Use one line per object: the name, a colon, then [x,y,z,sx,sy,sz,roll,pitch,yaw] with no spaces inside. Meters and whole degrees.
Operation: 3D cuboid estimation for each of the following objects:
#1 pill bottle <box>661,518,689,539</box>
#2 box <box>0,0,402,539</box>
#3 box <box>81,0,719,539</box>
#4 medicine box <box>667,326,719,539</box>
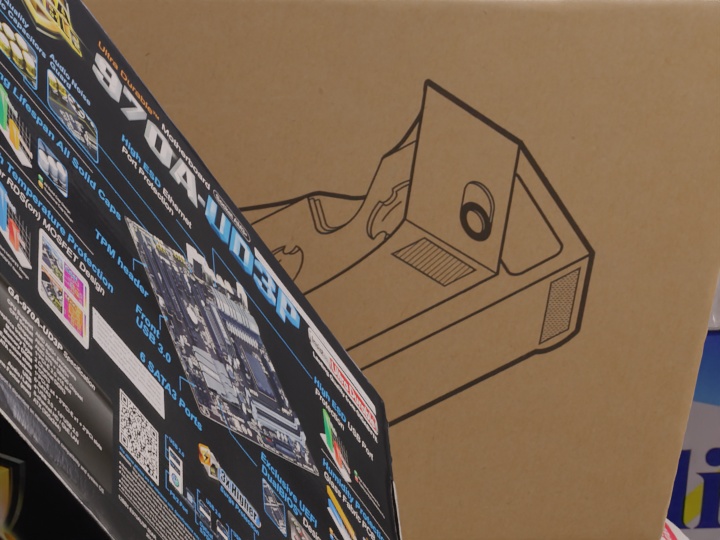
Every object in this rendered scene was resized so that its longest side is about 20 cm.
pill bottle: [0.014,0.093,0.826,0.200,0.110,0.111,30,58,-42]
box: [-0.051,0.031,0.571,0.200,0.046,0.159,54,19,-38]
box: [0.000,0.000,0.692,0.021,0.199,0.164,-121,-143,-58]
medicine box: [0.129,0.123,0.989,0.103,0.181,0.201,3,83,-63]
